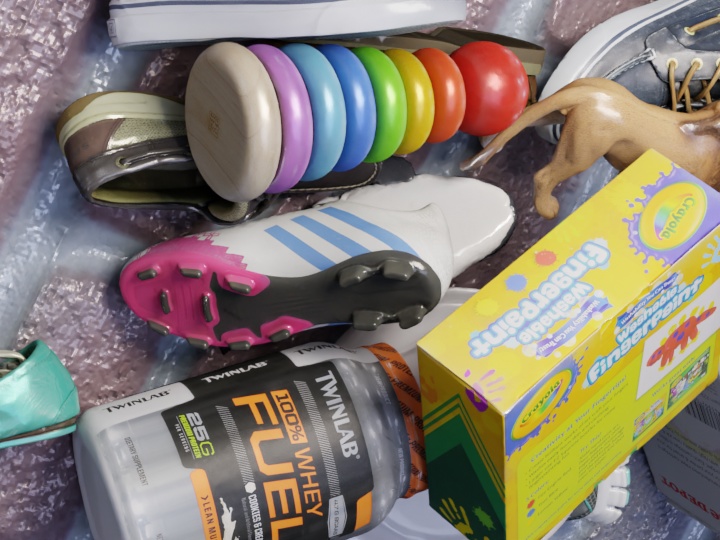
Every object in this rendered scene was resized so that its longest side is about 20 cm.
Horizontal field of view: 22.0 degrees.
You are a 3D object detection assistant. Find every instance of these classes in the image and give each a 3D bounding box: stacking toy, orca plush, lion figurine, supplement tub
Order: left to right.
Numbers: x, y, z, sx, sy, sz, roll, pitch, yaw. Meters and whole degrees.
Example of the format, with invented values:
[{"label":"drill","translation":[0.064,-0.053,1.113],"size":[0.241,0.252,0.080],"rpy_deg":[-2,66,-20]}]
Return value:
[{"label":"supplement tub","translation":[-0.063,0.116,1.116],"size":[0.199,0.123,0.123],"rpy_deg":[-17,118,-19]},{"label":"orca plush","translation":[0.000,0.000,1.147],"size":[0.199,0.106,0.071],"rpy_deg":[-30,163,-5]},{"label":"stacking toy","translation":[0.006,-0.094,1.032],"size":[0.199,0.085,0.086],"rpy_deg":[-11,115,-31]},{"label":"lion figurine","translation":[0.169,-0.080,1.116],"size":[0.199,0.073,0.122],"rpy_deg":[4,149,-33]}]

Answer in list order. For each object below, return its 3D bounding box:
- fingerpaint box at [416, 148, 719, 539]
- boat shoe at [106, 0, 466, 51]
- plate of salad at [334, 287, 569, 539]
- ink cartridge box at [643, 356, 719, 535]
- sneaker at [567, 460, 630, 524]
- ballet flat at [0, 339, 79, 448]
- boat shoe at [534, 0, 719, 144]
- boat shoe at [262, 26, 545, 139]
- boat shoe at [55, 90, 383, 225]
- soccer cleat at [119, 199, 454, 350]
[{"label":"fingerpaint box","translation":[0.127,0.053,1.091],"size":[0.200,0.073,0.167],"rpy_deg":[-39,148,-23]},{"label":"boat shoe","translation":[-0.043,-0.159,1.008],"size":[0.199,0.074,0.067],"rpy_deg":[-3,95,4]},{"label":"plate of salad","translation":[0.058,0.107,1.225],"size":[0.199,0.048,0.201],"rpy_deg":[-1,103,-4]},{"label":"ink cartridge box","translation":[0.255,0.091,1.290],"size":[0.084,0.144,0.201],"rpy_deg":[-32,123,-17]},{"label":"sneaker","translation":[0.135,0.091,1.265],"size":[0.091,0.078,0.201],"rpy_deg":[-10,111,-19]},{"label":"ballet flat","translation":[-0.257,0.084,1.040],"size":[0.199,0.067,0.071],"rpy_deg":[-17,94,-24]},{"label":"boat shoe","translation":[0.209,-0.126,1.184],"size":[0.200,0.091,0.071],"rpy_deg":[-33,143,-24]},{"label":"boat shoe","translation":[0.027,-0.112,1.114],"size":[0.199,0.072,0.068],"rpy_deg":[3,107,-32]},{"label":"boat shoe","translation":[-0.076,-0.057,1.067],"size":[0.199,0.065,0.073],"rpy_deg":[0,149,-23]},{"label":"soccer cleat","translation":[-0.040,-0.002,1.087],"size":[0.199,0.087,0.070],"rpy_deg":[-2,126,16]}]
